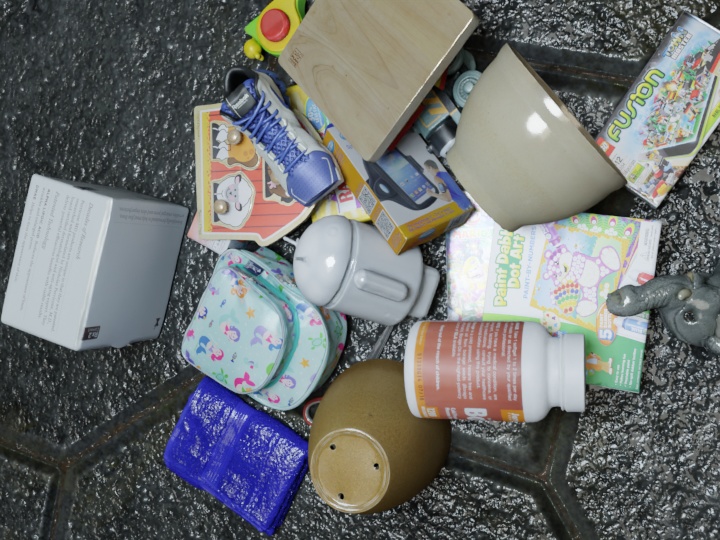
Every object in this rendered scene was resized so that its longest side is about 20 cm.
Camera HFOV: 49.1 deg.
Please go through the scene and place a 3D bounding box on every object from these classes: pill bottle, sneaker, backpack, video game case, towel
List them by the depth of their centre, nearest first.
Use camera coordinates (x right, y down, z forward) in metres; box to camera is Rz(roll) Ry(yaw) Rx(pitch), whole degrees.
[{"bbox_3d":[0.155,0.114,0.901,0.196,0.112,0.115,-1,90,18],"label":"pill bottle"},{"bbox_3d":[-0.112,-0.169,0.949,0.080,0.115,0.201,-37,75,17],"label":"sneaker"},{"bbox_3d":[0.179,-0.001,1.003,0.140,0.018,0.205,-2,90,18],"label":"video game case"},{"bbox_3d":[-0.123,0.080,1.037,0.198,0.150,0.180,32,107,7],"label":"backpack"},{"bbox_3d":[-0.175,0.260,1.102,0.197,0.049,0.150,28,99,15],"label":"towel"}]

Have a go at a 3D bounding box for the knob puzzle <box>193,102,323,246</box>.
[{"bbox_3d":[-0.129,-0.133,1.028,0.215,0.030,0.225,0,90,16],"label":"knob puzzle"}]

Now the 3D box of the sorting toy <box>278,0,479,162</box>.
[{"bbox_3d":[0.026,-0.266,0.942,0.200,0.069,0.201,-51,62,21],"label":"sorting toy"}]

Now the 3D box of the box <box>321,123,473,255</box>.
[{"bbox_3d":[0.039,-0.126,0.988,0.202,0.118,0.042,56,147,15],"label":"box"}]

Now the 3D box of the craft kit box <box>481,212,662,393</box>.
[{"bbox_3d":[0.248,0.029,0.950,0.194,0.048,0.205,7,93,20],"label":"craft kit box"}]

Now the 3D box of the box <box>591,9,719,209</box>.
[{"bbox_3d":[0.366,-0.187,0.933,0.109,0.035,0.202,36,101,14],"label":"box"}]

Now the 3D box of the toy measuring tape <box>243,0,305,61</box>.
[{"bbox_3d":[-0.075,-0.344,1.055,0.198,0.073,0.074,-35,81,15],"label":"toy measuring tape"}]

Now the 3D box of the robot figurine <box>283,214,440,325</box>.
[{"bbox_3d":[0.000,0.000,0.982,0.197,0.169,0.115,17,93,-22],"label":"robot figurine"}]

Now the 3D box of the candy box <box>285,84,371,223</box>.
[{"bbox_3d":[-0.034,-0.158,1.059,0.100,0.026,0.204,-14,86,11],"label":"candy box"}]

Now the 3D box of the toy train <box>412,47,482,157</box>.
[{"bbox_3d":[0.090,-0.240,0.996,0.113,0.085,0.202,-38,77,19],"label":"toy train"}]

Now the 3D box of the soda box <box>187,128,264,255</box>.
[{"bbox_3d":[-0.163,-0.122,1.087,0.067,0.063,0.203,26,99,16],"label":"soda box"}]

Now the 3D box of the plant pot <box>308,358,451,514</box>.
[{"bbox_3d":[0.008,0.216,0.957,0.182,0.200,0.191,1,92,13],"label":"plant pot"}]

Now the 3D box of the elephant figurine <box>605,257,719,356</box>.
[{"bbox_3d":[0.398,0.037,0.876,0.200,0.141,0.156,-42,64,6],"label":"elephant figurine"}]

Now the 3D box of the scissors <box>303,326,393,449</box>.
[{"bbox_3d":[0.000,0.157,1.066,0.200,0.014,0.073,-46,77,11],"label":"scissors"}]

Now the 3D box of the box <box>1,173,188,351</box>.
[{"bbox_3d":[-0.355,-0.011,1.078,0.128,0.199,0.204,17,95,16],"label":"box"}]

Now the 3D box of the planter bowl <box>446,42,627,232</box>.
[{"bbox_3d":[0.181,-0.130,0.883,0.135,0.200,0.201,-42,79,21],"label":"planter bowl"}]
